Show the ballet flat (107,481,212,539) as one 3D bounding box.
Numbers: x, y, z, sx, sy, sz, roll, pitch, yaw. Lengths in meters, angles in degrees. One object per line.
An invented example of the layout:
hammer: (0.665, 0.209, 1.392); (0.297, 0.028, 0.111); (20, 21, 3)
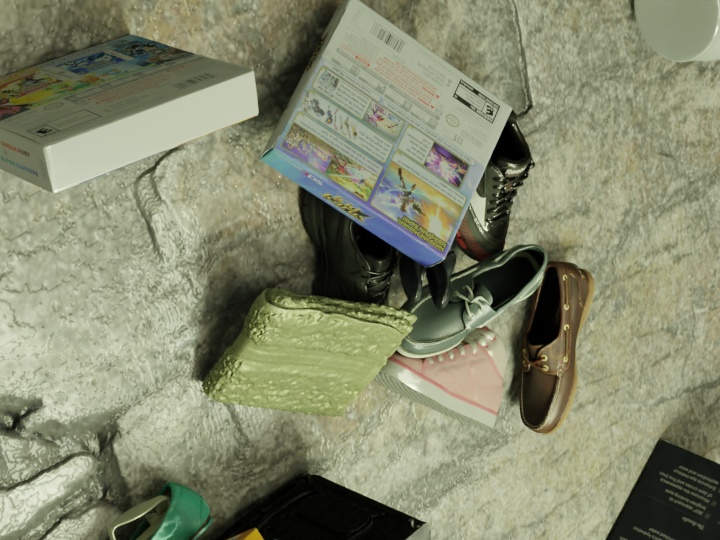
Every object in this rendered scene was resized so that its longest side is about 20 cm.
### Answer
ballet flat: (-0.227, 0.279, 1.460); (0.071, 0.067, 0.200); (48, 69, -15)

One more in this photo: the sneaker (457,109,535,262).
sneaker: (0.138, -0.095, 1.637); (0.070, 0.097, 0.203); (-26, 121, -36)

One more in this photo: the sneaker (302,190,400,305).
sneaker: (0.000, 0.000, 1.548); (0.076, 0.090, 0.202); (-34, 126, -30)

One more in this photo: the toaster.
toaster: (-0.051, 0.307, 1.546); (0.180, 0.199, 0.120); (-32, 126, -40)

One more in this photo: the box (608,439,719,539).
box: (0.444, 0.357, 1.999); (0.117, 0.196, 0.201); (41, 76, -43)

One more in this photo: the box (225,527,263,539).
box: (-0.130, 0.323, 1.463); (0.041, 0.199, 0.120); (-36, 94, -41)

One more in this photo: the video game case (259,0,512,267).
video game case: (0.027, -0.132, 1.479); (0.199, 0.045, 0.183); (32, 66, -15)

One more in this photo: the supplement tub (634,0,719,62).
supplement tub: (0.429, -0.323, 1.798); (0.199, 0.140, 0.142); (-20, 117, -36)

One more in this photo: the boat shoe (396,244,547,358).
boat shoe: (0.116, 0.026, 1.627); (0.199, 0.062, 0.073); (-26, 77, -26)

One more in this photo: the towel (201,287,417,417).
towel: (-0.050, 0.082, 1.526); (0.199, 0.037, 0.149); (8, 128, -41)

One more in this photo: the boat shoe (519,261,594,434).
boat shoe: (0.216, 0.088, 1.790); (0.070, 0.070, 0.203); (12, 87, -51)

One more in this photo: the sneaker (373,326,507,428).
sneaker: (0.090, 0.097, 1.677); (0.199, 0.075, 0.106); (27, 79, -43)

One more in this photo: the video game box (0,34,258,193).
video game box: (-0.214, -0.132, 1.244); (0.199, 0.181, 0.047); (-25, 123, -34)

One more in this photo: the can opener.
can opener: (0.064, -0.004, 1.555); (0.200, 0.063, 0.080); (-71, 165, -70)
